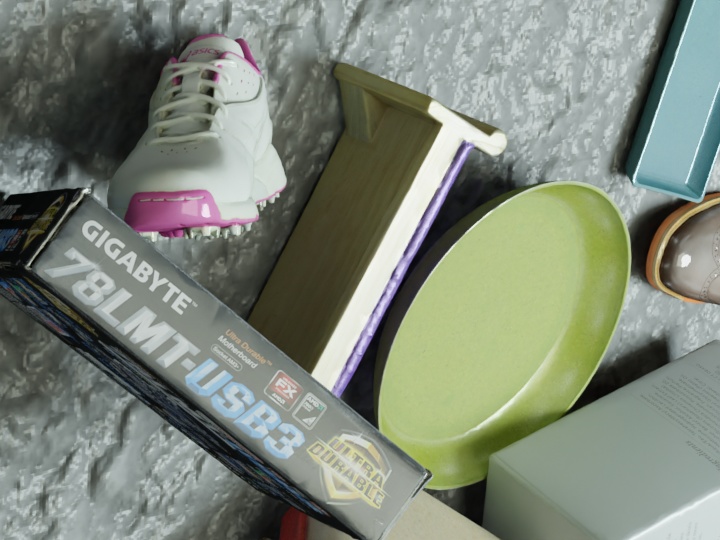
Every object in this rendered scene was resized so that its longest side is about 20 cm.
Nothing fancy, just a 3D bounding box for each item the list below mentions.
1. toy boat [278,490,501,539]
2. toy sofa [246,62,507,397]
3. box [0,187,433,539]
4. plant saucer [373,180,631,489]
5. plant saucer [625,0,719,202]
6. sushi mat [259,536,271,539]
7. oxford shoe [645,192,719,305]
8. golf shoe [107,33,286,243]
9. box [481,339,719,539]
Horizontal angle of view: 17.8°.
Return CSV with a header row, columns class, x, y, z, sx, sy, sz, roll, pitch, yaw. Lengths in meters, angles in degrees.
class,x,y,z,sx,sy,sz,roll,pitch,yaw
toy boat,0.017,0.210,1.315,0.200,0.131,0.131,35,39,-25
toy sofa,0.000,0.000,1.229,0.097,0.083,0.201,29,88,-42
box,-0.081,0.041,1.050,0.200,0.198,0.050,39,79,-13
plant saucer,0.076,0.033,1.325,0.199,0.031,0.201,-27,134,-32
plant saucer,0.213,-0.143,1.397,0.070,0.019,0.201,11,101,-43
sushi mat,-0.122,0.229,1.268,0.199,0.012,0.096,-26,123,-30
oxford shoe,0.263,-0.005,1.459,0.199,0.073,0.072,0,108,-40
golf shoe,-0.081,-0.064,1.091,0.075,0.200,0.092,-3,100,4
box,0.179,0.160,1.417,0.199,0.106,0.153,-23,133,-32
